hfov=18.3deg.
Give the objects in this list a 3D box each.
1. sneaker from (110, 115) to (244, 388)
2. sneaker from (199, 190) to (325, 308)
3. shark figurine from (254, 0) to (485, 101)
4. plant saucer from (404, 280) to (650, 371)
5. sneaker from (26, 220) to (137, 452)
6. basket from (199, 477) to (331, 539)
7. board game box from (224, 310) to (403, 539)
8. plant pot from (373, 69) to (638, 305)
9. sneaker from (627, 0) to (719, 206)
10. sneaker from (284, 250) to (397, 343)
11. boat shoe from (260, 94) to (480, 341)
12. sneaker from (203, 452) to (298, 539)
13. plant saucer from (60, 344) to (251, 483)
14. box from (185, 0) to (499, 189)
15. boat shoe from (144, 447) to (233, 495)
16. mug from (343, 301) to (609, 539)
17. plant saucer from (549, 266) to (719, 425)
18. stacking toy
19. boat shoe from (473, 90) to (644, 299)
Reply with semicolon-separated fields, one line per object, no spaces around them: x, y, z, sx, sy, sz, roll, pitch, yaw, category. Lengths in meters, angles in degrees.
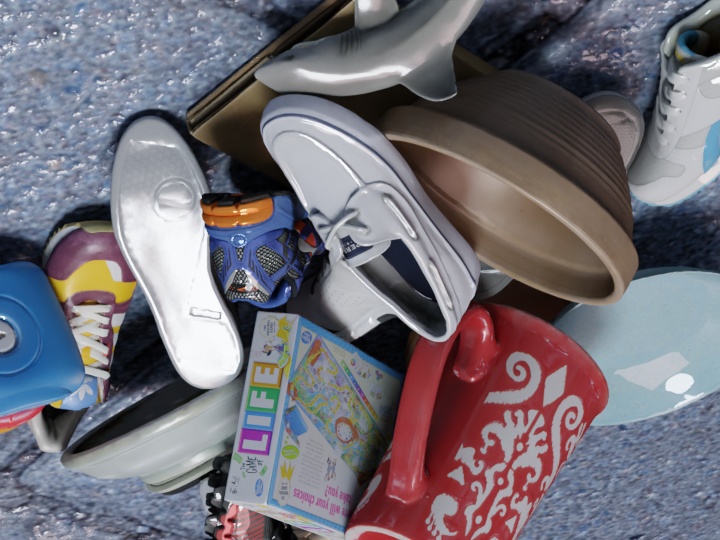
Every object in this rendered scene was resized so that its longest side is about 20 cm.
-0.132;-0.024;1.570;0.070;0.099;0.201;-16;113;-2;sneaker
-0.065;-0.014;1.524;0.075;0.079;0.200;-1;-179;15;sneaker
0.050;-0.157;1.410;0.128;0.090;0.214;21;127;-41;shark figurine
0.130;0.046;1.777;0.199;0.038;0.200;-9;143;-7;plant saucer
-0.200;0.049;1.617;0.075;0.090;0.200;1;142;-20;sneaker
0.000;0.218;1.804;0.198;0.161;0.200;-19;166;8;basket
-0.030;0.118;1.617;0.034;0.135;0.200;4;167;24;board game box
0.110;-0.068;1.498;0.093;0.201;0.201;-57;143;-13;plant pot
0.237;-0.129;1.559;0.081;0.077;0.200;17;128;-25;sneaker
0.000;0.000;1.617;0.080;0.074;0.200;38;149;-22;sneaker
0.006;-0.032;1.462;0.073;0.065;0.200;-27;121;40;boat shoe
-0.069;0.215;1.654;0.098;0.071;0.201;1;123;1;sneaker
-0.124;0.112;1.663;0.200;0.050;0.200;-27;-174;3;plant saucer
0.006;-0.107;1.539;0.163;0.021;0.200;-37;138;26;box
-0.090;0.125;1.773;0.200;0.072;0.068;-35;135;23;boat shoe
0.066;0.128;1.645;0.177;0.200;0.133;43;152;-20;mug
0.218;0.050;1.749;0.200;0.039;0.201;-9;144;-7;plant saucer
-0.286;0.088;1.601;0.116;0.110;0.200;-14;161;-32;stacking toy
0.126;-0.063;1.618;0.074;0.065;0.202;29;123;-18;boat shoe
